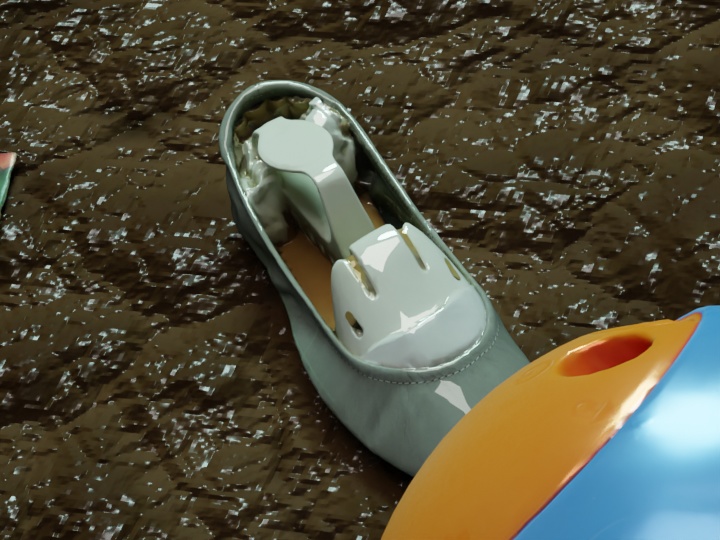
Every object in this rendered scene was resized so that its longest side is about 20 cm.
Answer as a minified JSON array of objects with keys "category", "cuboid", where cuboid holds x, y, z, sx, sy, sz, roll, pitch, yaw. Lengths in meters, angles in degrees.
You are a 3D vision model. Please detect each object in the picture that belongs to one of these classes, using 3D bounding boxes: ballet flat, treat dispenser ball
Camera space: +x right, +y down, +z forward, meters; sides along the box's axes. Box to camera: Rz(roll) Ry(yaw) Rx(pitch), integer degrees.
[{"category":"ballet flat","cuboid":[0.000,0.000,1.037,0.067,0.064,0.200,-25,42,-11]},{"category":"treat dispenser ball","cuboid":[0.097,0.110,0.768,0.200,0.201,0.201,-9,41,8]}]

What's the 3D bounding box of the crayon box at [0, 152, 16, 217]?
[{"category":"crayon box","cuboid":[-0.212,0.011,1.102,0.126,0.051,0.200,-4,42,14]}]
